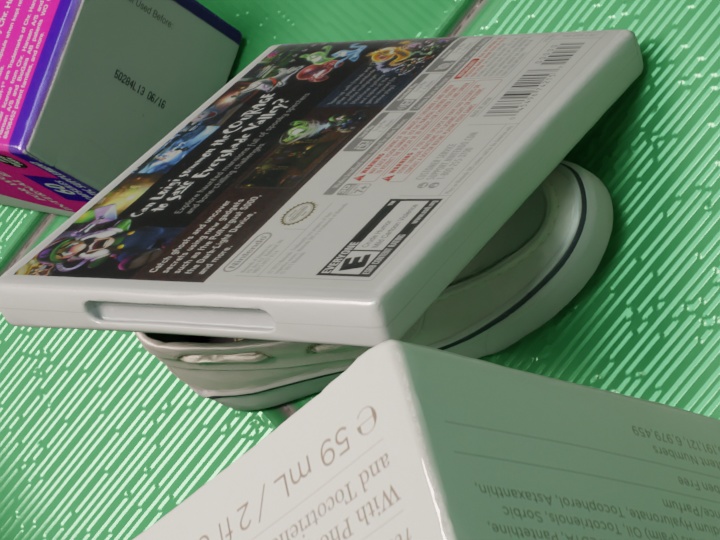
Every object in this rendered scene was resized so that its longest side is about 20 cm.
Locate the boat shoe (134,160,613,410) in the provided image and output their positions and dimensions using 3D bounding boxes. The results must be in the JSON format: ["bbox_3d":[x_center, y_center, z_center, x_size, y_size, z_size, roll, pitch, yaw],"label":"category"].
[{"bbox_3d":[0.000,0.000,0.852,0.200,0.066,0.072,-16,62,30],"label":"boat shoe"}]

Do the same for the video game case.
[{"bbox_3d":[-0.014,-0.036,0.831,0.182,0.023,0.200,2,34,36],"label":"video game case"}]

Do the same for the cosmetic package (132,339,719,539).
[{"bbox_3d":[0.039,0.157,0.673,0.167,0.166,0.200,-40,51,33],"label":"cosmetic package"}]

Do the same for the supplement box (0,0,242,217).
[{"bbox_3d":[-0.171,-0.091,0.991,0.200,0.101,0.103,12,78,39],"label":"supplement box"}]
